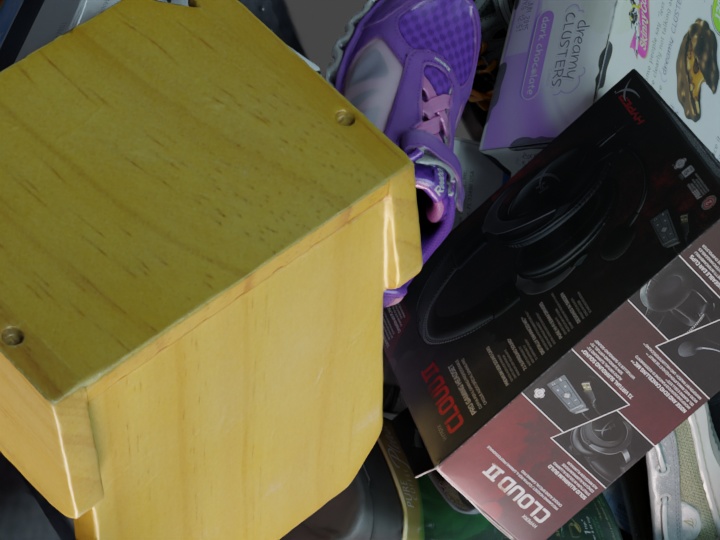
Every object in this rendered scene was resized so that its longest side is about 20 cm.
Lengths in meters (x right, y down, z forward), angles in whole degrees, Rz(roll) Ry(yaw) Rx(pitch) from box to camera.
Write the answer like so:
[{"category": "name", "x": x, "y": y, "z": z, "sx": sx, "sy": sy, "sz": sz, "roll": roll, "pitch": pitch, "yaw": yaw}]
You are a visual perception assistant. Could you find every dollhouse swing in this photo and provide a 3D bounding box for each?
[{"category": "dollhouse swing", "x": -0.095, "y": 0.021, "z": 1.100, "sx": 0.200, "sy": 0.176, "sz": 0.182, "roll": -36, "pitch": 69, "yaw": -31}]

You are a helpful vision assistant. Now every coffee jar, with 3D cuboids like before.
[{"category": "coffee jar", "x": 0.033, "y": 0.127, "z": 1.264, "sx": 0.199, "sy": 0.085, "sz": 0.105, "roll": 15, "pitch": 37, "yaw": -40}]

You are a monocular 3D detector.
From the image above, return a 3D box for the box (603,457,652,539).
[{"category": "box", "x": 0.149, "y": 0.078, "z": 1.444, "sx": 0.200, "sy": 0.038, "sz": 0.137, "roll": 32, "pitch": 71, "yaw": -32}]

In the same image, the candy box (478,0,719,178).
[{"category": "candy box", "x": 0.160, "y": -0.093, "z": 1.351, "sx": 0.200, "sy": 0.071, "sz": 0.168, "roll": 37, "pitch": 60, "yaw": -42}]

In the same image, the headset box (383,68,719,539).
[{"category": "headset box", "x": 0.097, "y": 0.023, "z": 1.192, "sx": 0.200, "sy": 0.149, "sz": 0.077, "roll": -41, "pitch": 120, "yaw": 10}]

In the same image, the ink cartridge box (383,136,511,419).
[{"category": "ink cartridge box", "x": 0.000, "y": 0.000, "z": 1.303, "sx": 0.199, "sy": 0.086, "sz": 0.147, "roll": 12, "pitch": 81, "yaw": -35}]

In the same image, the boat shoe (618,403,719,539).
[{"category": "boat shoe", "x": 0.150, "y": 0.084, "z": 1.378, "sx": 0.065, "sy": 0.074, "sz": 0.202, "roll": -30, "pitch": 117, "yaw": -9}]

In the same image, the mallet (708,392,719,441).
[{"category": "mallet", "x": 0.219, "y": 0.104, "z": 1.365, "sx": 0.041, "sy": 0.200, "sz": 0.066, "roll": -23, "pitch": 99, "yaw": -1}]

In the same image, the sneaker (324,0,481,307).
[{"category": "sneaker", "x": 0.019, "y": -0.054, "z": 1.213, "sx": 0.080, "sy": 0.088, "sz": 0.201, "roll": 38, "pitch": 64, "yaw": -28}]

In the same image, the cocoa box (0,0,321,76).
[{"category": "cocoa box", "x": -0.135, "y": -0.033, "z": 1.173, "sx": 0.133, "sy": 0.131, "sz": 0.201, "roll": 32, "pitch": 71, "yaw": -32}]

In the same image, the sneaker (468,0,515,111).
[{"category": "sneaker", "x": 0.075, "y": -0.125, "z": 1.370, "sx": 0.199, "sy": 0.078, "sz": 0.078, "roll": 21, "pitch": 82, "yaw": -36}]
